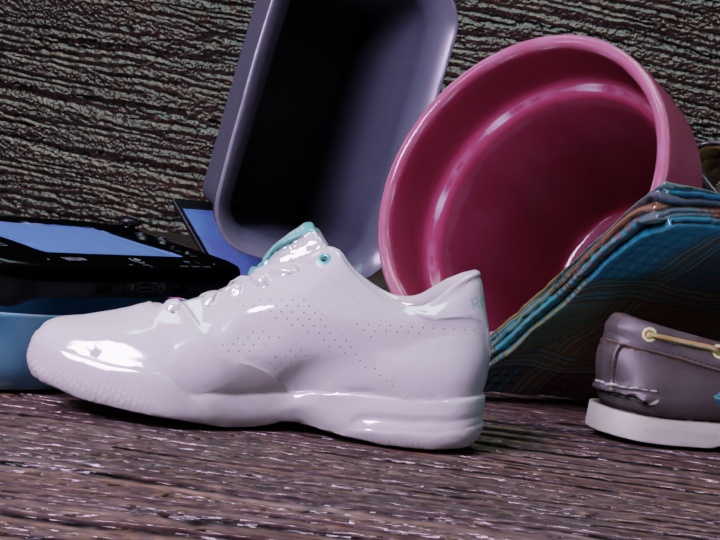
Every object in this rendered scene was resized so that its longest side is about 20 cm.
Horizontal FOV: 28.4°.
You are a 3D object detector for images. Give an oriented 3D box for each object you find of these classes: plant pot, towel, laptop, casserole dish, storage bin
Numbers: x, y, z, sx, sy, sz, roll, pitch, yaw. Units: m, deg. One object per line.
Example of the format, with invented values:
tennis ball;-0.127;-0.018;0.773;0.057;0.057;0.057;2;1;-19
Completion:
plant pot;0.139;-0.018;0.893;0.199;0.202;0.179;8;-16;41
towel;0.154;0.022;0.741;0.145;0.022;0.200;6;-32;-27
laptop;0.000;0.000;0.991;0.198;0.105;0.177;-3;-2;35
casserole dish;-0.148;0.032;0.703;0.120;0.039;0.199;9;4;39
storage bin;-0.027;-0.106;0.958;0.144;0.202;0.134;15;4;-21

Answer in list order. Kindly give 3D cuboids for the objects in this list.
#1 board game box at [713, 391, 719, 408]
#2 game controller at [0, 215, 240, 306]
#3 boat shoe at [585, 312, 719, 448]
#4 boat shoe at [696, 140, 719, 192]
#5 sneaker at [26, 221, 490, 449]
board game box;0.263;0.018;0.576;0.199;0.047;0.151;-38;13;-9
game controller;-0.144;-0.007;0.702;0.103;0.043;0.199;7;3;27
boat shoe;0.211;0.059;0.727;0.199;0.061;0.072;5;3;-20
boat shoe;0.265;-0.039;0.888;0.065;0.073;0.200;52;-11;-23
sneaker;-0.042;0.022;0.618;0.198;0.090;0.075;6;4;-5
